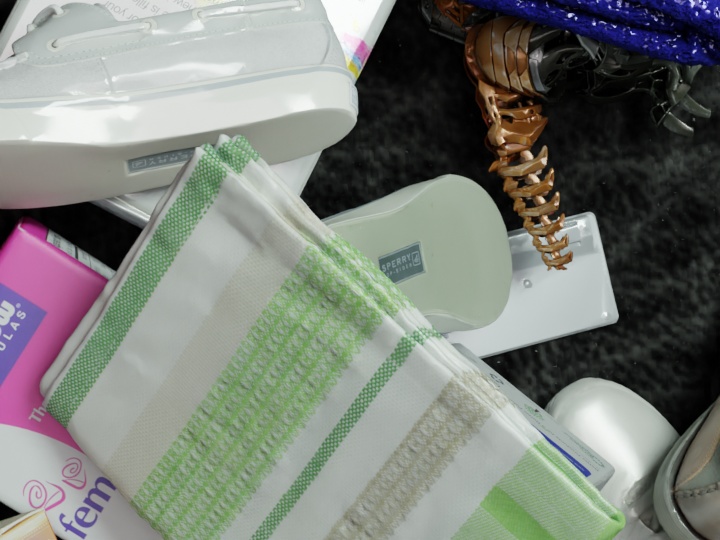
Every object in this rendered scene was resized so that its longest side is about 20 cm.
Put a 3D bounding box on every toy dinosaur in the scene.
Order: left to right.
[{"bbox_3d":[0.095,-0.108,0.817,0.135,0.102,0.201,0,107,1],"label":"toy dinosaur"}]

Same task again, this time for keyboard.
[{"bbox_3d":[0.028,0.021,0.825,0.199,0.011,0.057,-14,97,-14],"label":"keyboard"}]

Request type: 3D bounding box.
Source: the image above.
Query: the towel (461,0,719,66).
[{"bbox_3d":[0.123,-0.186,0.760,0.147,0.050,0.201,16,56,9],"label":"towel"}]

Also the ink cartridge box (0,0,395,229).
[{"bbox_3d":[-0.070,-0.116,0.763,0.144,0.085,0.201,28,82,-11],"label":"ink cartridge box"}]

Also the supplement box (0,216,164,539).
[{"bbox_3d":[-0.089,0.072,0.742,0.199,0.103,0.102,33,88,-9],"label":"supplement box"}]

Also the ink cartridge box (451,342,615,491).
[{"bbox_3d":[0.044,0.076,0.718,0.099,0.200,0.039,40,100,15],"label":"ink cartridge box"}]

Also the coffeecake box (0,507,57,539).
[{"bbox_3d":[-0.162,0.216,0.696,0.073,0.153,0.201,-29,98,-57],"label":"coffeecake box"}]

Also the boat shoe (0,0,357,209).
[{"bbox_3d":[-0.102,-0.074,0.682,0.199,0.072,0.069,-11,72,-6],"label":"boat shoe"}]

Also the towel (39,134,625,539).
[{"bbox_3d":[-0.016,0.065,0.631,0.200,0.031,0.149,43,121,9],"label":"towel"}]

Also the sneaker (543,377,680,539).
[{"bbox_3d":[0.158,0.139,0.812,0.075,0.088,0.201,-32,96,-11],"label":"sneaker"}]

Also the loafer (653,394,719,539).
[{"bbox_3d":[0.206,0.051,0.803,0.072,0.063,0.200,40,55,-2],"label":"loafer"}]

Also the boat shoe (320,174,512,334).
[{"bbox_3d":[0.000,0.001,0.746,0.200,0.071,0.071,-14,94,-59],"label":"boat shoe"}]
